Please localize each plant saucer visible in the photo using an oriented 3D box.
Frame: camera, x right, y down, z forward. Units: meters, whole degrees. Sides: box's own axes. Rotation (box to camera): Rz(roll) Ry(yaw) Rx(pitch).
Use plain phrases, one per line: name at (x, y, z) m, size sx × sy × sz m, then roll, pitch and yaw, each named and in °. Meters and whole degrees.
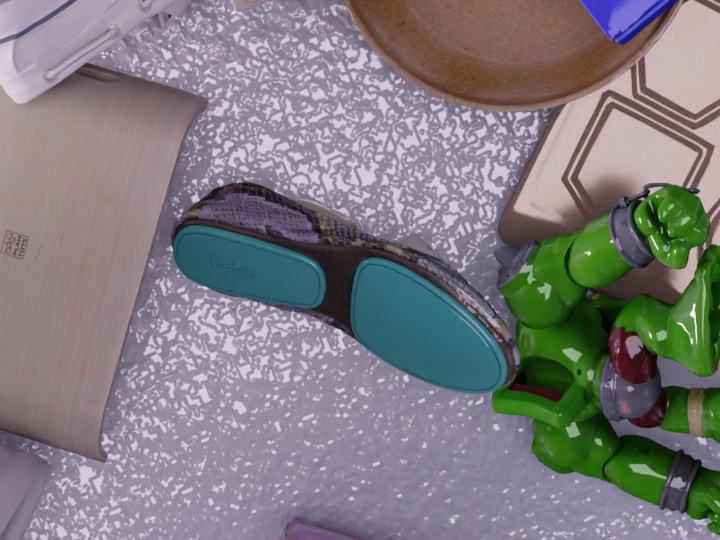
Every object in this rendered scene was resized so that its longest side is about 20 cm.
plant saucer at (0.082, -0.184, 1.034) m, size 0.198 × 0.035 × 0.203 m, roll 1°, pitch 95°, yaw 15°

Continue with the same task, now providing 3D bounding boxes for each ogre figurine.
ogre figurine at (0.135, 0.046, 1.026) m, size 0.119 × 0.201 × 0.099 m, roll 3°, pitch 54°, yaw 26°

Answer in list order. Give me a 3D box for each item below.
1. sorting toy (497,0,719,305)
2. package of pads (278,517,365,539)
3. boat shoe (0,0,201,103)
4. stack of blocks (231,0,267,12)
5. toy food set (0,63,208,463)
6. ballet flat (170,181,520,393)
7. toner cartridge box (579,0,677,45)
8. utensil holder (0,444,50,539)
sorting toy at (0.195, -0.065, 1.067) m, size 0.184 × 0.036 × 0.201 m, roll 27°, pitch 98°, yaw -3°
package of pads at (0.039, 0.217, 1.062) m, size 0.198 × 0.076 × 0.122 m, roll 15°, pitch 95°, yaw -2°
boat shoe at (-0.113, -0.158, 1.025) m, size 0.199 × 0.073 × 0.066 m, roll -33°, pitch 120°, yaw -17°
stack of blocks at (-0.039, -0.226, 0.970) m, size 0.114 × 0.201 × 0.059 m, roll -21°, pitch 138°, yaw -1°
toy food set at (-0.174, -0.014, 1.043) m, size 0.142 × 0.060 × 0.202 m, roll 17°, pitch 92°, yaw 9°
ballet flat at (0.000, 0.000, 1.036) m, size 0.199 × 0.072 × 0.073 m, roll 21°, pitch 94°, yaw 15°
toner cartridge box at (0.105, -0.220, 0.985) m, size 0.095 × 0.043 × 0.201 m, roll -37°, pitch 85°, yaw 13°
utensil holder at (-0.284, 0.127, 1.004) m, size 0.199 × 0.170 × 0.171 m, roll 29°, pitch 93°, yaw -2°
